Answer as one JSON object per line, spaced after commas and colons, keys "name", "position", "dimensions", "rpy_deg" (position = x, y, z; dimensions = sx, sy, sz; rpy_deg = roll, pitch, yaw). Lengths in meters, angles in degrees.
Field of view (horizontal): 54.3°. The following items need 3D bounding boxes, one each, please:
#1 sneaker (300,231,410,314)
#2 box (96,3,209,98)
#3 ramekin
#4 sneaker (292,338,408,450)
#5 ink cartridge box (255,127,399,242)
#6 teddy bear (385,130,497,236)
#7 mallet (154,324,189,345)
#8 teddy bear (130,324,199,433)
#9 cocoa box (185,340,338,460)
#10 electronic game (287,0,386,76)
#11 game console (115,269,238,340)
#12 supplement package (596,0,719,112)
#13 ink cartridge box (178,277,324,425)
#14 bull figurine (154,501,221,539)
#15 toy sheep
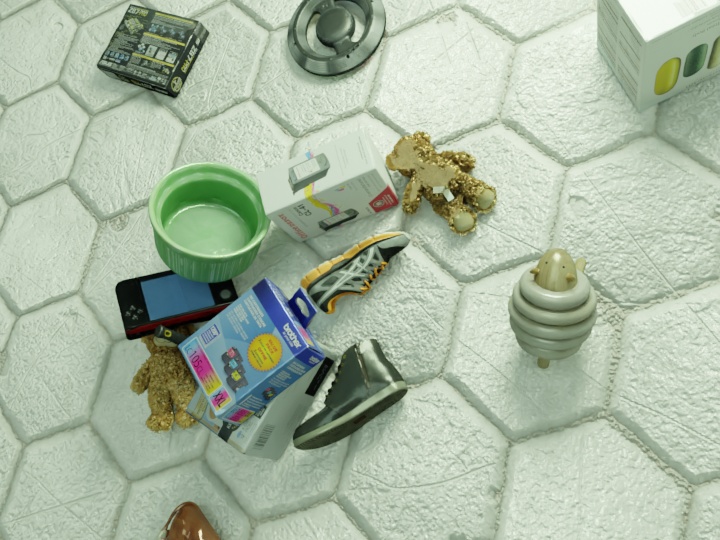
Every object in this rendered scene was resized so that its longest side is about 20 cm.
{"name": "sneaker", "position": [0.000, 0.000, 1.170], "dimensions": [0.199, 0.078, 0.078], "rpy_deg": [-31, 79, 11]}
{"name": "box", "position": [-0.435, -0.462, 1.470], "dimensions": [0.199, 0.049, 0.162], "rpy_deg": [20, 82, 23]}
{"name": "ramekin", "position": [-0.255, -0.076, 1.186], "dimensions": [0.199, 0.098, 0.201], "rpy_deg": [8, 54, -11]}
{"name": "sneaker", "position": [-0.032, 0.199, 1.120], "dimensions": [0.199, 0.075, 0.107], "rpy_deg": [-30, 61, -2]}
{"name": "ink cartridge box", "position": [-0.052, -0.137, 1.184], "dimensions": [0.199, 0.148, 0.086], "rpy_deg": [-22, 67, 12]}
{"name": "teddy bear", "position": [0.134, -0.145, 1.177], "dimensions": [0.199, 0.067, 0.146], "rpy_deg": [25, 92, 17]}
{"name": "mallet", "position": [-0.255, 0.118, 1.148], "dimensions": [0.041, 0.200, 0.066], "rpy_deg": [-1, 62, 32]}
{"name": "teddy bear", "position": [-0.327, 0.179, 1.212], "dimensions": [0.144, 0.067, 0.201], "rpy_deg": [3, 74, 17]}
{"name": "cocoa box", "position": [-0.154, 0.179, 1.126], "dimensions": [0.131, 0.133, 0.201], "rpy_deg": [28, 83, 25]}
{"name": "electronic game", "position": [-0.047, -0.463, 1.342], "dimensions": [0.199, 0.042, 0.201], "rpy_deg": [-5, 74, 17]}
{"name": "game console", "position": [-0.302, 0.037, 1.176], "dimensions": [0.199, 0.119, 0.173], "rpy_deg": [-13, 56, -20]}
{"name": "supplement package", "position": [0.458, -0.376, 1.057], "dimensions": [0.151, 0.200, 0.151], "rpy_deg": [-25, 68, 10]}
{"name": "ink cartridge box", "position": [-0.147, 0.109, 1.033], "dimensions": [0.200, 0.076, 0.137], "rpy_deg": [-38, 65, 1]}
{"name": "bull figurine", "position": [-0.247, 0.464, 1.103], "dimensions": [0.121, 0.065, 0.200], "rpy_deg": [-41, 63, -6]}
{"name": "toy sheep", "position": [0.276, 0.059, 1.010], "dimensions": [0.137, 0.201, 0.138], "rpy_deg": [-6, 31, 3]}
